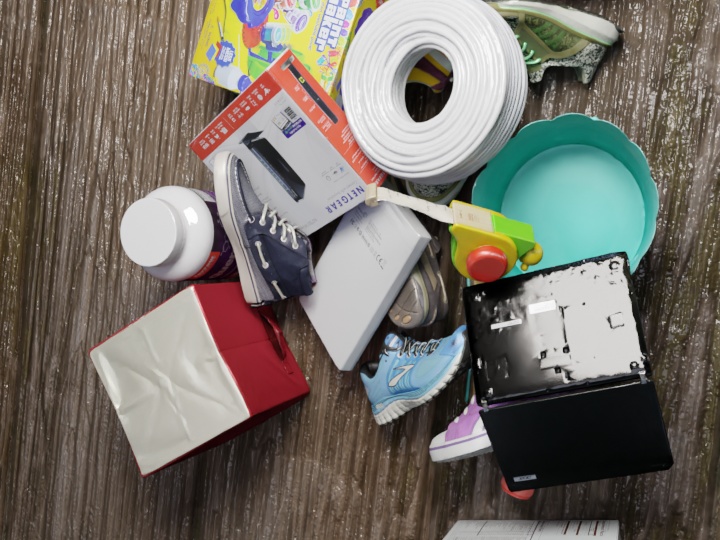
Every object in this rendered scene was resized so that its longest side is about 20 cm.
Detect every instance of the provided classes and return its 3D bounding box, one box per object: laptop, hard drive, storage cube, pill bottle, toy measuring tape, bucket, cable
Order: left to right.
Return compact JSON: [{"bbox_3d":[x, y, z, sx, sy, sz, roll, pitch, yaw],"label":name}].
[{"bbox_3d":[-0.209,-0.044,1.040,0.110,0.199,0.115,0,91,19],"label":"pill bottle"},{"bbox_3d":[-0.199,0.131,1.051,0.198,0.179,0.174,-29,82,16],"label":"storage cube"},{"bbox_3d":[0.000,0.000,1.004,0.202,0.026,0.133,-59,44,26],"label":"hard drive"},{"bbox_3d":[0.074,-0.195,0.883,0.197,0.069,0.204,-25,78,28],"label":"cable"},{"bbox_3d":[0.090,-0.032,0.841,0.196,0.074,0.075,14,96,-11],"label":"toy measuring tape"},{"bbox_3d":[0.225,-0.061,0.921,0.202,0.134,0.213,0,90,19],"label":"bucket"},{"bbox_3d":[0.211,0.108,0.860,0.174,0.103,0.204,-14,66,19],"label":"laptop"}]

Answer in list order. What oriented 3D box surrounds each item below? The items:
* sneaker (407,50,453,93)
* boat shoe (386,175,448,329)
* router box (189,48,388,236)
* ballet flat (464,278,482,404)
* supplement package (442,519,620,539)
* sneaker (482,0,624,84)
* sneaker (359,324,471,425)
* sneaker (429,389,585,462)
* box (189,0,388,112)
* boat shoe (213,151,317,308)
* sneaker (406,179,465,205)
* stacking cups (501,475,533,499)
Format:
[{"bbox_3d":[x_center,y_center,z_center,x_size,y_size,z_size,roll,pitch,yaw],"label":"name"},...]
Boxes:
[{"bbox_3d":[0.105,-0.263,0.992,0.195,0.075,0.092,-12,111,3],"label":"sneaker"},{"bbox_3d":[0.057,-0.022,1.016,0.074,0.072,0.204,-34,58,44],"label":"boat shoe"},{"bbox_3d":[-0.087,-0.135,0.988,0.180,0.049,0.199,47,141,-13],"label":"router box"},{"bbox_3d":[0.155,0.064,0.986,0.061,0.069,0.205,1,103,10],"label":"ballet flat"},{"bbox_3d":[0.195,0.395,0.932,0.196,0.147,0.196,-6,89,20],"label":"supplement package"},{"bbox_3d":[0.195,-0.256,0.932,0.195,0.077,0.090,9,112,-12],"label":"sneaker"},{"bbox_3d":[0.059,0.110,0.976,0.199,0.078,0.091,-39,83,44],"label":"sneaker"},{"bbox_3d":[0.153,0.139,0.946,0.198,0.072,0.116,-29,69,22],"label":"sneaker"},{"bbox_3d":[-0.078,-0.300,1.032,0.189,0.122,0.204,21,98,17],"label":"box"},{"bbox_3d":[-0.110,-0.052,1.006,0.091,0.075,0.203,-6,121,10],"label":"boat shoe"},{"bbox_3d":[0.122,-0.162,0.966,0.076,0.089,0.202,33,90,13],"label":"sneaker"},{"bbox_3d":[0.207,0.164,0.973,0.059,0.060,0.204,22,99,17],"label":"stacking cups"}]
